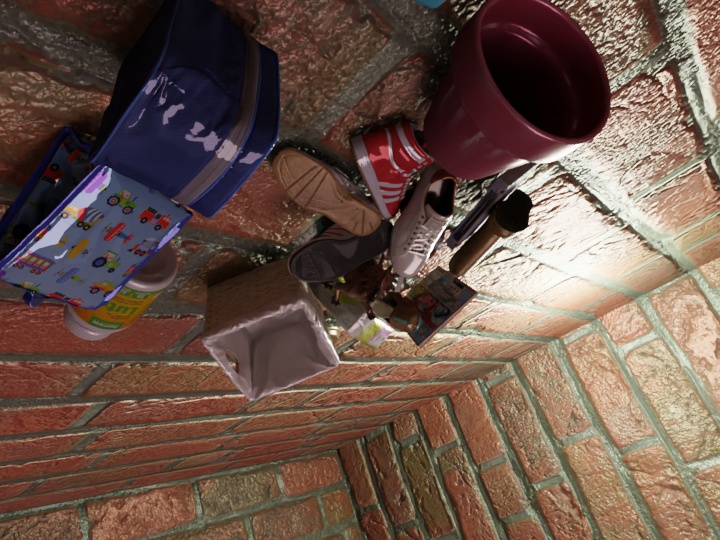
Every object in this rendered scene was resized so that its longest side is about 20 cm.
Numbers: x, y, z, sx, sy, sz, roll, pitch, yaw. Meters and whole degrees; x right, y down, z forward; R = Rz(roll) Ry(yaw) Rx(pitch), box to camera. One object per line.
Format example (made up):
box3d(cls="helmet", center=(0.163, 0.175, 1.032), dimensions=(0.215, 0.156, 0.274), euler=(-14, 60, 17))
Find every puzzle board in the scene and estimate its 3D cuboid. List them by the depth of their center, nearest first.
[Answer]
box3d(cls="puzzle board", center=(0.139, 0.064, 1.043), dimensions=(0.151, 0.200, 0.017), euler=(-44, 110, 1))

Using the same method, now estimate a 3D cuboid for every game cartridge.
box3d(cls="game cartridge", center=(0.247, -0.130, 0.981), dimensions=(0.130, 0.038, 0.200), euler=(-42, 171, -38))

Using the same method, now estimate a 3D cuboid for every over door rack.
box3d(cls="over door rack", center=(0.065, 0.016, 1.034), dimensions=(0.147, 0.067, 0.200), euler=(-1, -167, -37))

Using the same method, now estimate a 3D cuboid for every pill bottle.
box3d(cls="pill bottle", center=(-0.376, 0.027, 0.785), dimensions=(0.111, 0.111, 0.200), euler=(9, 142, -47))

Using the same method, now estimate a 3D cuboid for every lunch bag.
box3d(cls="lunch bag", center=(-0.153, -0.160, 0.493), dimensions=(0.136, 0.200, 0.132), euler=(-34, 134, 31))
box3d(cls="lunch bag", center=(-0.329, -0.038, 0.612), dimensions=(0.200, 0.094, 0.151), euler=(-54, 153, -4))

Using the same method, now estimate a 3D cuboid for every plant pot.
box3d(cls="plant pot", center=(0.179, -0.212, 0.661), dimensions=(0.199, 0.201, 0.179), euler=(-7, 168, -26))

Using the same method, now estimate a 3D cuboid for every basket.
box3d(cls="basket", center=(-0.169, 0.106, 0.981), dimensions=(0.199, 0.161, 0.198), euler=(-22, 130, 3))

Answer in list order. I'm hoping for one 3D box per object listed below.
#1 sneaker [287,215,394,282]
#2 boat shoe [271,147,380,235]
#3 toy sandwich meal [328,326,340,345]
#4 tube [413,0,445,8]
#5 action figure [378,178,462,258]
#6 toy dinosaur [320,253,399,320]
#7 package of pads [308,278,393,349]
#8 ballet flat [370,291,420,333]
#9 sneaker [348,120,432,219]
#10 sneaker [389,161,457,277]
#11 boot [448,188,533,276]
box3d(cls="sneaker", center=(-0.054, -0.047, 0.869), dimensions=(0.200, 0.121, 0.084), euler=(-22, 114, -29))
box3d(cls="boat shoe", center=(-0.053, -0.126, 0.779), dimensions=(0.071, 0.069, 0.200), euler=(-38, 129, 22))
box3d(cls="toy sandwich meal", center=(-0.150, 0.176, 1.319), dimensions=(0.205, 0.070, 0.205), euler=(-21, 157, -10))
box3d(cls="tube", center=(0.004, -0.311, 0.484), dimensions=(0.200, 0.050, 0.077), euler=(5, 138, -34))
box3d(cls="action figure", center=(0.103, -0.104, 0.944), dimensions=(0.149, 0.134, 0.200), euler=(13, 153, 21))
box3d(cls="toy dinosaur", center=(0.000, 0.000, 0.932), dimensions=(0.086, 0.200, 0.136), euler=(2, 134, -36))
box3d(cls="package of pads", center=(-0.017, 0.089, 1.124), dimensions=(0.068, 0.155, 0.200), euler=(-45, 152, 2))
box3d(cls="ballet flat", center=(0.057, 0.077, 1.024), dimensions=(0.072, 0.068, 0.200), euler=(14, -173, -14))
box3d(cls="sneaker", center=(0.063, -0.154, 0.805), dimensions=(0.112, 0.071, 0.200), euler=(-21, 153, 8))
box3d(cls="sneaker", center=(0.100, -0.072, 0.826), dimensions=(0.073, 0.085, 0.201), euler=(12, 111, -14))
box3d(cls="boot", center=(0.239, -0.052, 0.990), dimensions=(0.175, 0.066, 0.200), euler=(-35, 168, -50))
